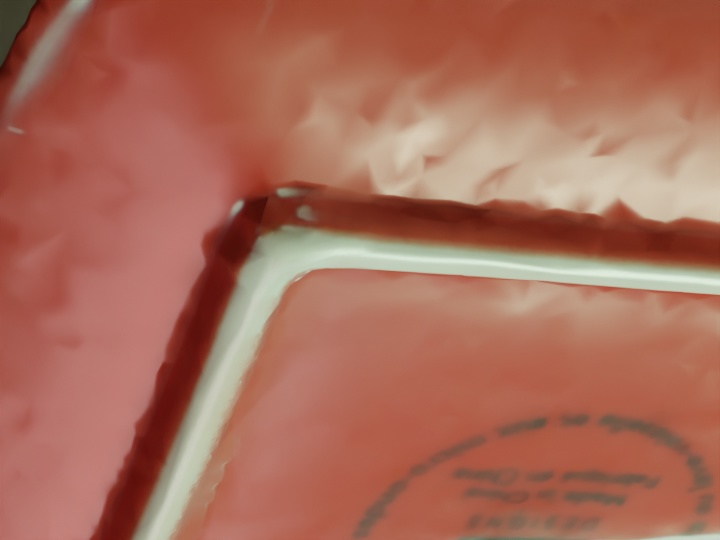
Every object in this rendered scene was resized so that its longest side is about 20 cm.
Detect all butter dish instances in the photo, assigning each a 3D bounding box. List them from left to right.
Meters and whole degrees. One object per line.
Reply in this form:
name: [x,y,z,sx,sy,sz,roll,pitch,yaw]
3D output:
butter dish: [0.013,-0.009,0.487,0.200,0.148,0.200,4,135,-22]

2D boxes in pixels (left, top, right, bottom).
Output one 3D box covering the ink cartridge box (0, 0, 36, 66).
ink cartridge box: [-0.117,0.000,0.771,0.200,0.146,0.084,3,177,40]
